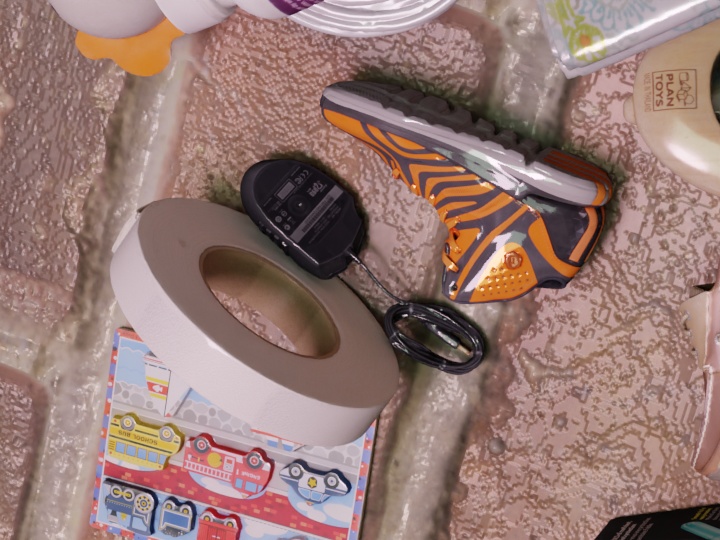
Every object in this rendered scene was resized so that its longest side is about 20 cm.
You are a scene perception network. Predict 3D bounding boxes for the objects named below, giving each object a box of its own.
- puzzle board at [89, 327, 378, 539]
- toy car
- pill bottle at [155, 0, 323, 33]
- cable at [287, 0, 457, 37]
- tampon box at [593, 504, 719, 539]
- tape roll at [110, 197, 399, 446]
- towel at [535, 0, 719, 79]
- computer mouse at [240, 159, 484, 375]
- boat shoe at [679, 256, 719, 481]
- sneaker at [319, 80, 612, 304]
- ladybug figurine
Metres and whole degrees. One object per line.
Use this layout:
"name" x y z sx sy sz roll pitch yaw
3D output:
"puzzle board" -0.090 0.134 1.736 0.200 0.017 0.151 14 107 17
"toy car" -0.181 -0.214 1.596 0.177 0.184 0.200 -12 99 23
"pill bottle" -0.032 -0.217 1.491 0.200 0.112 0.112 -23 94 17
"cable" 0.001 -0.246 1.573 0.200 0.069 0.200 -11 94 17
"tampon box" 0.243 0.220 1.555 0.200 0.150 0.126 -11 98 23
"tape roll" -0.067 0.031 1.602 0.203 0.203 0.037 39 113 8
"towel" 0.177 -0.223 1.453 0.200 0.048 0.171 -23 75 24
"computer mouse" 0.000 0.000 1.660 0.200 0.059 0.034 43 157 3
"boat shoe" 0.237 0.031 1.559 0.072 0.076 0.200 19 100 20
"sneaker" 0.053 -0.043 1.605 0.200 0.078 0.112 25 109 14
"ladybug figurine" 0.256 -0.099 1.496 0.200 0.072 0.136 0 77 3
